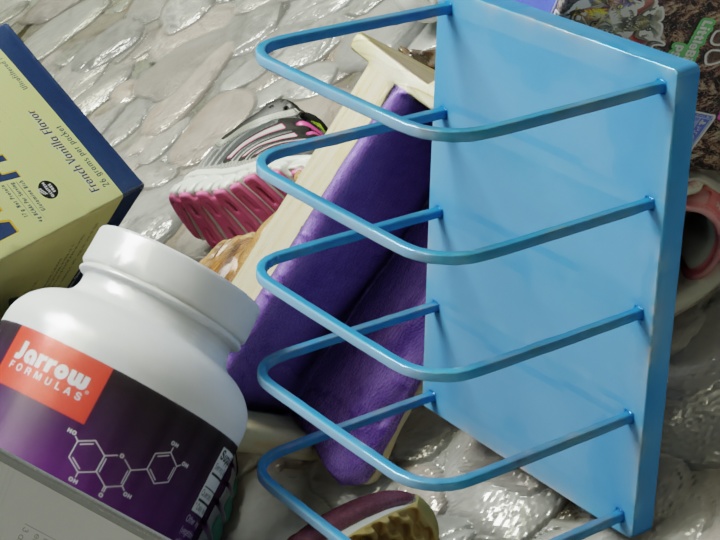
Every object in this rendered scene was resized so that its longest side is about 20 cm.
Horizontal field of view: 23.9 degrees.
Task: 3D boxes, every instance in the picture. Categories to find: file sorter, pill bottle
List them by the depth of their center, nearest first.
[{"bbox_3d":[0.035,0.006,0.678,0.122,0.201,0.139,-16,30,-34],"label":"file sorter"},{"bbox_3d":[-0.120,0.087,0.695,0.112,0.112,0.201,11,71,52],"label":"pill bottle"}]

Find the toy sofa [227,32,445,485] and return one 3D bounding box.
[{"bbox_3d":[0.000,0.000,0.801,0.098,0.083,0.201,41,103,33],"label":"toy sofa"}]

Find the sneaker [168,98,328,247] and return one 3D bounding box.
[{"bbox_3d":[-0.035,-0.065,1.039,0.199,0.074,0.088,-4,47,50],"label":"sneaker"}]

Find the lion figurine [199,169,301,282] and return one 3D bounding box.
[{"bbox_3d":[-0.028,0.028,0.902,0.123,0.072,0.200,-52,36,1],"label":"lion figurine"}]

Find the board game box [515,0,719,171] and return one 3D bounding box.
[{"bbox_3d":[0.159,-0.134,0.773,0.199,0.097,0.160,7,47,-14],"label":"board game box"}]

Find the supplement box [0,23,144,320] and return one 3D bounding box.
[{"bbox_3d":[-0.271,-0.007,0.997,0.200,0.134,0.200,-34,-12,-45],"label":"supplement box"}]

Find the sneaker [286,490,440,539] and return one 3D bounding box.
[{"bbox_3d":[-0.057,0.156,0.737,0.200,0.075,0.090,-40,35,-10],"label":"sneaker"}]

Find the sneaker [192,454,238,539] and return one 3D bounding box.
[{"bbox_3d":[-0.112,0.113,0.832,0.074,0.088,0.201,-5,40,14],"label":"sneaker"}]

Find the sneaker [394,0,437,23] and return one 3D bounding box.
[{"bbox_3d":[0.048,-0.233,1.227,0.082,0.074,0.201,-49,19,44],"label":"sneaker"}]

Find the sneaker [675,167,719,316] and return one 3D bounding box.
[{"bbox_3d":[0.158,-0.050,0.820,0.200,0.075,0.104,-50,32,-17],"label":"sneaker"}]

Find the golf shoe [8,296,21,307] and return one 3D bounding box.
[{"bbox_3d":[-0.136,0.045,0.927,0.088,0.078,0.200,-15,7,-26],"label":"golf shoe"}]

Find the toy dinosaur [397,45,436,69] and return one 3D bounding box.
[{"bbox_3d":[0.118,-0.124,0.959,0.135,0.086,0.200,-41,31,-15],"label":"toy dinosaur"}]

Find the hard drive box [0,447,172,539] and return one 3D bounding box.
[{"bbox_3d":[-0.122,0.153,0.590,0.156,0.200,0.077,-62,22,-12],"label":"hard drive box"}]
